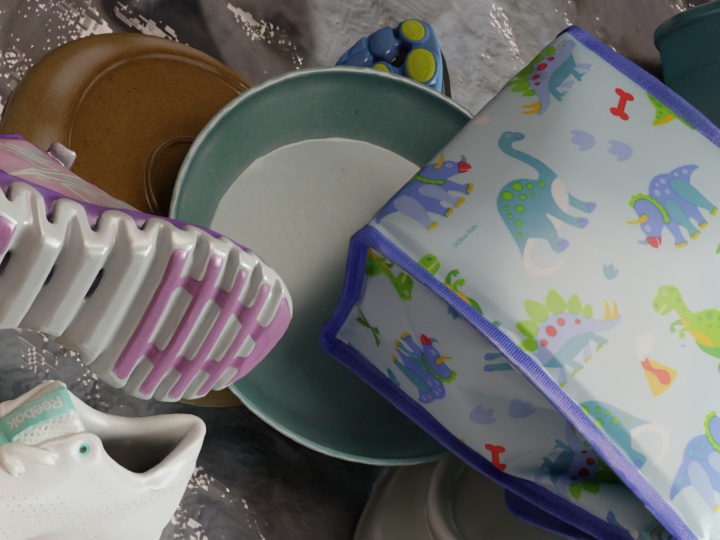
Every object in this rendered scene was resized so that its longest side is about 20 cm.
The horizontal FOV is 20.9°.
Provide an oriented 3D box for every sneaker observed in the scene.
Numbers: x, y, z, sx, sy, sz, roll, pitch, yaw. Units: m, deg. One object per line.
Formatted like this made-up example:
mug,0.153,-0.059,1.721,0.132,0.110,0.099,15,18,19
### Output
sneaker,-0.148,0.078,0.766,0.200,0.088,0.075,1,47,-47
sneaker,0.026,-0.037,1.028,0.083,0.071,0.200,37,42,-64
sneaker,-0.118,-0.011,0.781,0.200,0.080,0.088,19,26,-36

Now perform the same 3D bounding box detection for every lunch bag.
lunch bag,0.112,0.020,0.869,0.200,0.127,0.170,37,60,13

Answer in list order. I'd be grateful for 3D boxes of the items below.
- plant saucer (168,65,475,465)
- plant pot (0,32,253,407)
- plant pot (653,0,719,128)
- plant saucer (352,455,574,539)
plant saucer,0.000,0.000,0.930,0.200,0.036,0.200,8,68,-19
plant pot,-0.083,-0.032,0.949,0.200,0.027,0.200,23,52,-33
plant pot,0.293,-0.068,1.220,0.200,0.200,0.188,1,82,-43
plant saucer,0.087,0.114,0.904,0.200,0.200,0.050,-67,149,-42
